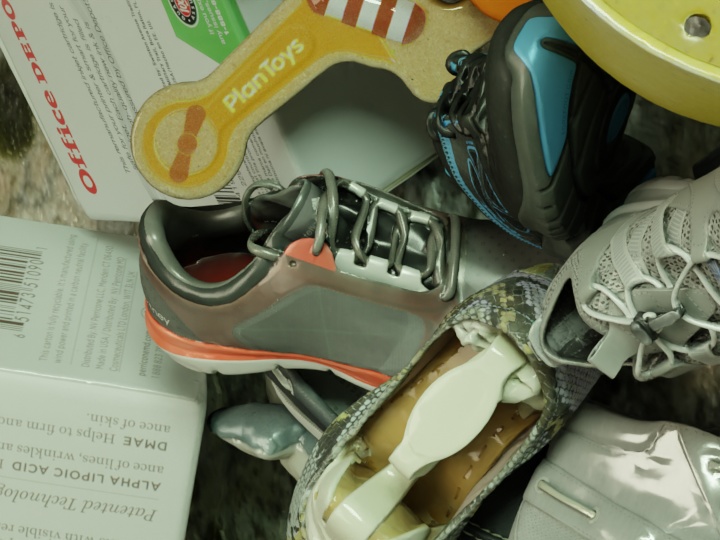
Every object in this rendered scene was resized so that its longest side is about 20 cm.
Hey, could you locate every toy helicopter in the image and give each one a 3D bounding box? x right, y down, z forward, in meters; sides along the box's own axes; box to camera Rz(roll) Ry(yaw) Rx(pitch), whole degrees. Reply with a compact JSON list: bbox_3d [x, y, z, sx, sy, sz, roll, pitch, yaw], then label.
[{"bbox_3d":[-0.017,-0.110,1.152,0.132,0.200,0.079,48,-174,-7],"label":"toy helicopter"}]

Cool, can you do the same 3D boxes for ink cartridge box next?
[{"bbox_3d":[-0.071,-0.101,1.297,0.200,0.084,0.146,5,124,53],"label":"ink cartridge box"}]

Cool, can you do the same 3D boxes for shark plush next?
[{"bbox_3d":[0.015,0.070,1.269,0.200,0.091,0.084,29,89,54],"label":"shark plush"}]

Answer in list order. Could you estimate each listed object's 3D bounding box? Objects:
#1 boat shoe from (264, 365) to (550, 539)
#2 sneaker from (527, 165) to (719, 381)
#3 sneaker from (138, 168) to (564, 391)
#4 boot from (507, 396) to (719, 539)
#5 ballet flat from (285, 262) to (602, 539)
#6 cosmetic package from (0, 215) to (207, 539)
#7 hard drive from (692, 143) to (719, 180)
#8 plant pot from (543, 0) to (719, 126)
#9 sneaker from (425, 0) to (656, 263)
[{"bbox_3d":[0.026,0.065,1.214,0.200,0.076,0.060,30,161,33],"label":"boat shoe"},{"bbox_3d":[0.116,0.011,0.993,0.075,0.082,0.200,50,167,-3],"label":"sneaker"},{"bbox_3d":[0.000,0.000,1.179,0.082,0.199,0.077,72,-161,-48],"label":"sneaker"},{"bbox_3d":[0.143,0.105,1.092,0.199,0.073,0.096,17,88,34],"label":"boot"},{"bbox_3d":[0.019,0.074,1.144,0.200,0.072,0.072,-50,56,32],"label":"ballet flat"},{"bbox_3d":[-0.162,0.099,1.381,0.165,0.164,0.201,-89,8,-65],"label":"cosmetic package"},{"bbox_3d":[0.206,-0.016,1.007,0.200,0.038,0.140,-39,65,51],"label":"hard drive"},{"bbox_3d":[0.132,-0.124,0.941,0.142,0.199,0.201,98,154,-73],"label":"plant pot"},{"bbox_3d":[0.057,-0.051,1.082,0.082,0.200,0.073,26,77,14],"label":"sneaker"}]
